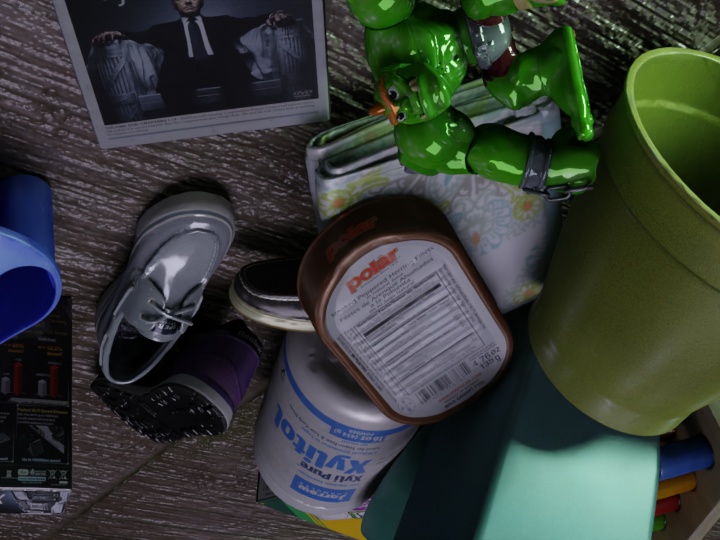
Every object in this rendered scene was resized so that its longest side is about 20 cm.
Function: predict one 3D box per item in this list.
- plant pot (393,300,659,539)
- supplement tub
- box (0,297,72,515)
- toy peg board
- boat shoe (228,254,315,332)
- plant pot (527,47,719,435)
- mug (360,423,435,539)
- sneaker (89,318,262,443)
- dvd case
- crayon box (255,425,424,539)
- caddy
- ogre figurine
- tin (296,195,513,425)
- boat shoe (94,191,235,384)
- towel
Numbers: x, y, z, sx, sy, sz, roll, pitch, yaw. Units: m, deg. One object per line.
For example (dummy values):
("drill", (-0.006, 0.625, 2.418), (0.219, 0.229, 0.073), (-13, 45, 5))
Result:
("plant pot", (0.134, 0.132, 0.878), (0.139, 0.203, 0.141), (22, 163, -16))
("supplement tub", (-0.013, 0.106, 0.983), (0.129, 0.134, 0.201), (1, 147, -15))
("box", (-0.310, 0.091, 0.861), (0.197, 0.160, 0.050), (5, 147, -23))
("toy peg board", (0.212, 0.128, 0.989), (0.096, 0.202, 0.200), (-13, 149, -13))
("boat shoe", (0.000, 0.000, 0.884), (0.197, 0.074, 0.066), (-3, 128, -23))
("plant pot", (0.206, -0.002, 0.766), (0.197, 0.202, 0.194), (8, 135, -25))
("mug", (0.085, 0.212, 1.016), (0.151, 0.114, 0.187), (-30, 150, -47))
("sneaker", (-0.144, 0.085, 0.974), (0.198, 0.088, 0.076), (-7, 131, 51))
("dvd case", (-0.093, -0.145, 0.663), (0.147, 0.025, 0.201), (-7, 149, -3))
("crayon box", (0.024, 0.215, 1.201), (0.198, 0.059, 0.172), (-20, 144, 36))
("caddy", (-0.285, 0.003, 0.773), (0.198, 0.107, 0.141), (-27, 145, 28))
("ogre figurine", (0.061, -0.122, 0.664), (0.118, 0.100, 0.201), (-12, 144, 15))
("tin", (0.035, 0.032, 0.791), (0.111, 0.042, 0.201), (-36, 136, 1))
("boat shoe", (-0.143, 0.021, 0.870), (0.069, 0.073, 0.201), (10, 144, -27))
("towel", (0.054, -0.031, 0.803), (0.169, 0.048, 0.202), (-19, 135, -9))
